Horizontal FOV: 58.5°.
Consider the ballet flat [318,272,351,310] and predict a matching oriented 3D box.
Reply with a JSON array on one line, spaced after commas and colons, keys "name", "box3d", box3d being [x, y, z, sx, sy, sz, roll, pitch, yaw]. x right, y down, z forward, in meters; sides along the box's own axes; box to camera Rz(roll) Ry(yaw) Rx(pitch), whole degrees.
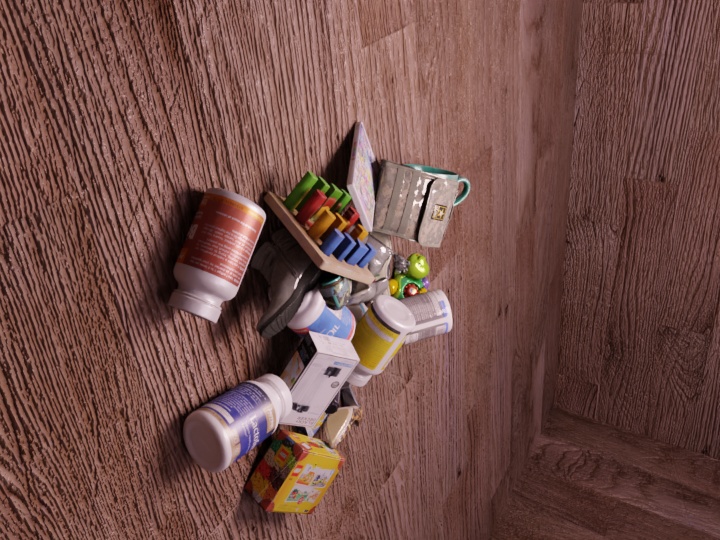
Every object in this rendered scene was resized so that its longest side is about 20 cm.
[{"name": "ballet flat", "box3d": [-0.046, 0.030, 1.281, 0.200, 0.072, 0.076, -72, 166, -73]}]

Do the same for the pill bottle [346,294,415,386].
[{"name": "pill bottle", "box3d": [0.030, 0.165, 1.464, 0.111, 0.111, 0.202, -8, 136, -58]}]

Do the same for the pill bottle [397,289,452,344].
[{"name": "pill bottle", "box3d": [0.124, 0.125, 1.635, 0.196, 0.114, 0.116, -14, 121, -12]}]

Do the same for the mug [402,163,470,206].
[{"name": "mug", "box3d": [0.180, -0.196, 1.634, 0.152, 0.181, 0.117, -40, 141, -70]}]

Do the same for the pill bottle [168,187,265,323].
[{"name": "pill bottle", "box3d": [-0.240, -0.023, 1.063, 0.112, 0.110, 0.204, 38, 69, -57]}]

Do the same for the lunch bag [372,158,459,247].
[{"name": "lunch bag", "box3d": [0.127, -0.155, 1.516, 0.118, 0.196, 0.168, -113, -142, -75]}]

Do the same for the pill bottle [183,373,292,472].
[{"name": "pill bottle", "box3d": [-0.224, 0.278, 1.207, 0.199, 0.114, 0.118, -28, 125, -53]}]

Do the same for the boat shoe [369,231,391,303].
[{"name": "boat shoe", "box3d": [0.041, -0.014, 1.607, 0.068, 0.070, 0.205, -112, -159, -79]}]

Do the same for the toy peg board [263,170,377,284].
[{"name": "toy peg board", "box3d": [-0.053, -0.090, 1.247, 0.098, 0.200, 0.199, -48, 152, 14]}]

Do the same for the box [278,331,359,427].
[{"name": "box", "box3d": [-0.102, 0.229, 1.329, 0.115, 0.060, 0.202, 18, 116, -38]}]

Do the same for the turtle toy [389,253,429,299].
[{"name": "turtle toy", "box3d": [0.135, 0.049, 1.736, 0.145, 0.099, 0.204, -29, 126, -51]}]

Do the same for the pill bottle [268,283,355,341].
[{"name": "pill bottle", "box3d": [-0.102, 0.084, 1.331, 0.200, 0.111, 0.114, 45, 63, -45]}]

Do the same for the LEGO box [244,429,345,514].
[{"name": "LEGO box", "box3d": [-0.140, 0.447, 1.419, 0.150, 0.077, 0.200, -57, 147, -4]}]

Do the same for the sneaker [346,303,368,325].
[{"name": "sneaker", "box3d": [0.003, 0.137, 1.575, 0.082, 0.075, 0.202, -60, 148, -28]}]

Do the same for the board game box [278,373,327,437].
[{"name": "board game box", "box3d": [-0.112, 0.268, 1.470, 0.136, 0.034, 0.203, -50, 140, -38]}]

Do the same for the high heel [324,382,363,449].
[{"name": "high heel", "box3d": [-0.033, 0.389, 1.577, 0.202, 0.070, 0.145, -73, 153, -52]}]

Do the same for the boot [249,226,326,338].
[{"name": "boot", "box3d": [-0.162, 0.020, 1.211, 0.201, 0.129, 0.068, -52, 167, -24]}]

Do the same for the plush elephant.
[{"name": "plush elephant", "box3d": [0.000, 0.000, 1.448, 0.157, 0.198, 0.164, -58, 157, 6]}]

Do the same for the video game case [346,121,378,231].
[{"name": "video game case", "box3d": [0.007, -0.208, 1.424, 0.144, 0.018, 0.203, 65, 24, -47]}]

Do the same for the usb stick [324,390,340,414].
[{"name": "usb stick", "box3d": [-0.057, 0.221, 1.432, 0.056, 0.032, 0.203, 113, -15, -49]}]
